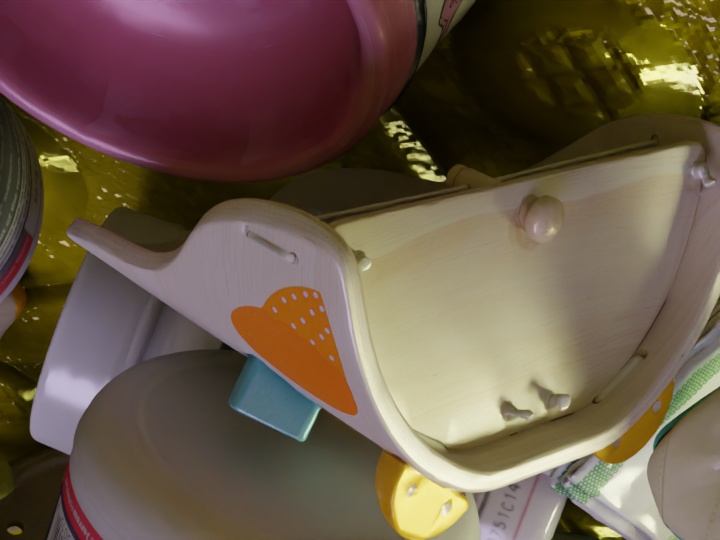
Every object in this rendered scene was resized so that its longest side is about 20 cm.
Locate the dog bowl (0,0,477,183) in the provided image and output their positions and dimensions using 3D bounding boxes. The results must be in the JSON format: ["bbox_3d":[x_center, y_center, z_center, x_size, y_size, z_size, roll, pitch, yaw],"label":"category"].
[{"bbox_3d":[-0.059,-0.108,0.735,0.199,0.074,0.201,15,146,10],"label":"dog bowl"}]

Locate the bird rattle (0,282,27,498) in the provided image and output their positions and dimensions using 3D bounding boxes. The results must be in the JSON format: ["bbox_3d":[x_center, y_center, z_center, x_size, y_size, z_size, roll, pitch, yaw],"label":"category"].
[{"bbox_3d":[-0.231,0.035,0.969,0.200,0.163,0.113,38,175,-31],"label":"bird rattle"}]

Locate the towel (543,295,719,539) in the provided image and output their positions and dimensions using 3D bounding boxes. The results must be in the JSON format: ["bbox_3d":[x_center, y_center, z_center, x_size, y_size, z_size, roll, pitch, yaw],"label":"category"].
[{"bbox_3d":[0.182,0.076,0.829,0.200,0.031,0.149,38,107,-24],"label":"towel"}]

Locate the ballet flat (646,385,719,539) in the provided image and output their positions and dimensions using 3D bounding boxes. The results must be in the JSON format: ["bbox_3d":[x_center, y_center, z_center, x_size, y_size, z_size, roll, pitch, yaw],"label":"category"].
[{"bbox_3d":[0.176,0.032,0.737,0.069,0.070,0.200,34,117,-19],"label":"ballet flat"}]

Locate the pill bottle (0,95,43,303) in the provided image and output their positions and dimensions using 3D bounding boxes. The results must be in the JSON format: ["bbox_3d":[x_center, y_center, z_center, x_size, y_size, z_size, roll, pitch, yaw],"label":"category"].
[{"bbox_3d":[-0.187,-0.049,0.799,0.113,0.115,0.200,14,166,10],"label":"pill bottle"}]

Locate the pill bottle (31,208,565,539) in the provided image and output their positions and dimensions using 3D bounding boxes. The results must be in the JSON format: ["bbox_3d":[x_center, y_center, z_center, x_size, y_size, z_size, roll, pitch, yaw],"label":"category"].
[{"bbox_3d":[-0.018,0.054,0.890,0.199,0.114,0.114,20,147,1],"label":"pill bottle"}]

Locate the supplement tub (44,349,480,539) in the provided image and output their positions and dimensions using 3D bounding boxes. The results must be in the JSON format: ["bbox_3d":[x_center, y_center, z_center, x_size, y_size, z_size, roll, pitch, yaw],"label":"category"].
[{"bbox_3d":[-0.051,0.142,0.786,0.139,0.141,0.201,20,116,2],"label":"supplement tub"}]

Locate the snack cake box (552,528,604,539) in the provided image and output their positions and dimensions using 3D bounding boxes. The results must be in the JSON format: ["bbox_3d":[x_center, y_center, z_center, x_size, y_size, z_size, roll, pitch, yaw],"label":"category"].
[{"bbox_3d":[0.064,0.170,1.065,0.199,0.067,0.115,12,144,14],"label":"snack cake box"}]

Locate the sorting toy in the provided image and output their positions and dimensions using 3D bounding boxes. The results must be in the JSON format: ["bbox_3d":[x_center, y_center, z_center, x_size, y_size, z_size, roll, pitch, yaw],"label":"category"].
[{"bbox_3d":[0.000,0.000,0.767,0.179,0.199,0.108,20,114,42],"label":"sorting toy"}]

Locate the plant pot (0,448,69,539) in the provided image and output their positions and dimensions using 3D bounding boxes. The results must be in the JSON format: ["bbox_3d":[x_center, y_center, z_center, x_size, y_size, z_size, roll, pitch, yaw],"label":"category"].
[{"bbox_3d":[-0.129,0.158,1.050,0.199,0.201,0.135,17,138,6],"label":"plant pot"}]
